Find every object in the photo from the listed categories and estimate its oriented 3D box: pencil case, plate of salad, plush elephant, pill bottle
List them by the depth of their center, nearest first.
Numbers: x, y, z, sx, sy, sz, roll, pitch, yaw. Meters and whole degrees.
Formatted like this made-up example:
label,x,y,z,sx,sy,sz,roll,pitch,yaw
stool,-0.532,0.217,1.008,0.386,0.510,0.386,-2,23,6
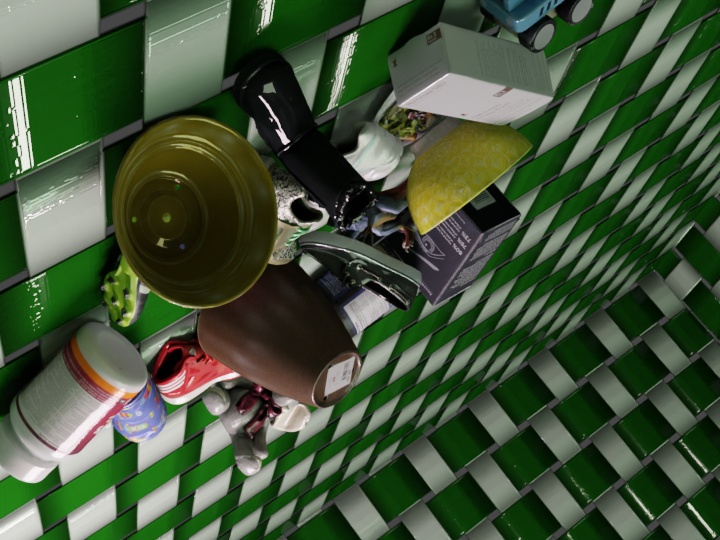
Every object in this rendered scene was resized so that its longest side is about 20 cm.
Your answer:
label,x,y,z,sx,sy,sz,roll,pitch,yaw
pill bottle,-0.371,0.169,1.406,0.200,0.110,0.109,-44,161,13
plate of salad,0.095,-0.227,1.506,0.199,0.048,0.201,-35,161,-14
pencil case,-0.328,0.184,1.577,0.086,0.079,0.200,-16,159,-7
pill bottle,-0.018,0.043,1.813,0.199,0.112,0.112,-36,162,-9
plush elephant,-0.162,0.222,1.882,0.153,0.166,0.200,-26,-169,1

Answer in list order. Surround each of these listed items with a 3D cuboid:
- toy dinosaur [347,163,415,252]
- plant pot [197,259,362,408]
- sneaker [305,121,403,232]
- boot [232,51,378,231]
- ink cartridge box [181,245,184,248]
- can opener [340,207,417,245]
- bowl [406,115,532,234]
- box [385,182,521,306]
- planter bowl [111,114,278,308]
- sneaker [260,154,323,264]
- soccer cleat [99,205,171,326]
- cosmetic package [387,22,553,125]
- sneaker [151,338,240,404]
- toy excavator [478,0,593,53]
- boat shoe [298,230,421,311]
label,x,y,z,sx,sy,sz,roll,pitch,yaw
toy dinosaur,-0.003,-0.075,1.645,0.179,0.202,0.106,11,137,-17
plant pot,-0.096,0.098,1.560,0.186,0.199,0.189,-32,141,-31
sneaker,-0.041,-0.127,1.462,0.200,0.071,0.080,-39,136,19
boot,-0.057,-0.136,1.229,0.073,0.163,0.199,-38,162,-7
ink cartridge box,-0.184,-0.030,1.430,0.119,0.042,0.200,-42,160,5
can opener,0.030,-0.071,1.735,0.198,0.064,0.079,-28,-172,-6
bowl,0.132,-0.154,1.561,0.199,0.108,0.200,-38,-179,1
box,0.146,-0.067,1.826,0.104,0.148,0.201,-25,158,-39
planter bowl,-0.193,-0.060,1.196,0.199,0.203,0.083,-26,-167,-37
sneaker,-0.089,-0.061,1.394,0.201,0.087,0.078,79,31,-61
soccer cleat,-0.253,-0.007,1.302,0.081,0.068,0.201,-26,155,-39
cosmetic package,0.141,-0.242,1.395,0.198,0.075,0.101,1,162,-41
sneaker,-0.221,0.123,1.654,0.199,0.079,0.116,-39,163,-8
toy excavator,0.184,-0.357,1.335,0.194,0.100,0.201,-38,149,-13
boat shoe,0.000,0.000,1.536,0.198,0.057,0.068,22,162,-26
